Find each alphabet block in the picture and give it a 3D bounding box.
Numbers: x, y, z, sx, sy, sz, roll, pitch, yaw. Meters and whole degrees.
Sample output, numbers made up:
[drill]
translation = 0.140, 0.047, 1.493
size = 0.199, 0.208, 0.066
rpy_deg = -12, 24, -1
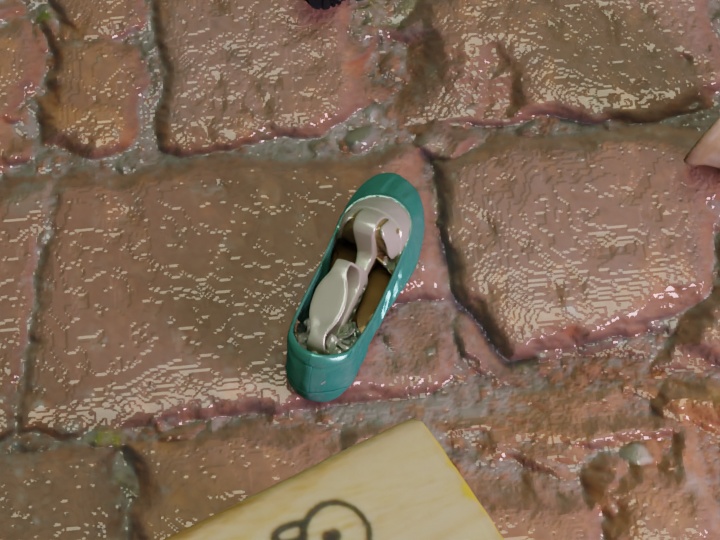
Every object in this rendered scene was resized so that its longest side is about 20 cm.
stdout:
[alphabet block]
translation = -0.010, 0.246, 1.462
size = 0.199, 0.197, 0.196
rpy_deg = -25, 65, -24

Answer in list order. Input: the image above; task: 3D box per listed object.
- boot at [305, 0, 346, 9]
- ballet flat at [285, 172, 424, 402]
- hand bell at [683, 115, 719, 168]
[boot]
translation = -0.029, -0.313, 1.850
size = 0.168, 0.077, 0.200
rpy_deg = 40, 61, 15
[ballet flat]
translation = 0.000, 0.000, 1.682
size = 0.067, 0.071, 0.201
rpy_deg = 18, 62, 9
[hand bell]
translation = 0.347, -0.050, 1.721
size = 0.200, 0.104, 0.104
rpy_deg = 45, 68, 8
